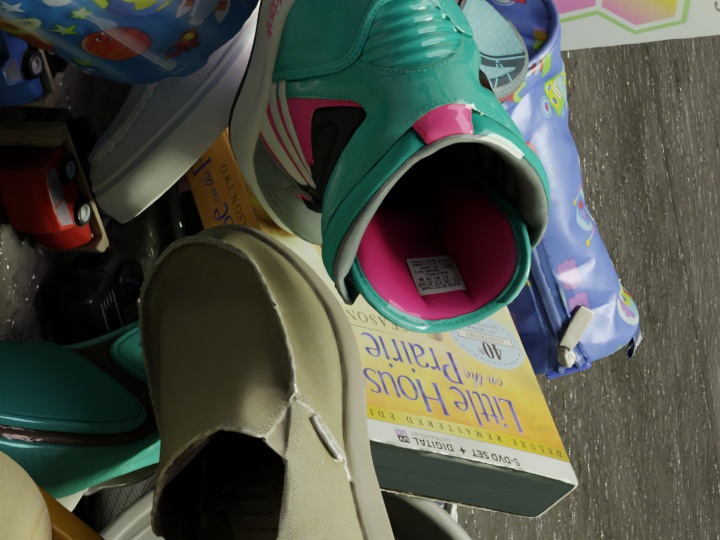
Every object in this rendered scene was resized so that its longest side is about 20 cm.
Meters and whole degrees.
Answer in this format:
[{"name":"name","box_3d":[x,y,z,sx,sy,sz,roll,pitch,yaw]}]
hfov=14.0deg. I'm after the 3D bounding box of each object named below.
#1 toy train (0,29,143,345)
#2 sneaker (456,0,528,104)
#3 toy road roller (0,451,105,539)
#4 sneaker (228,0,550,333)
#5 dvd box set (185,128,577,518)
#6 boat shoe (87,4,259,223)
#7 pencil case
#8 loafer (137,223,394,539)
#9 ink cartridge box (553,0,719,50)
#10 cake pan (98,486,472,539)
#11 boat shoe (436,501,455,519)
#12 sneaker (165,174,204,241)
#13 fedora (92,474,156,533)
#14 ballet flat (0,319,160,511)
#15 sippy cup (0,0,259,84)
[{"name":"toy train","box_3d":[-0.119,-0.034,1.115,0.046,0.034,0.201,-55,140,-43]},{"name":"sneaker","box_3d":[0.016,-0.128,1.207,0.200,0.095,0.080,30,37,-41]},{"name":"toy road roller","box_3d":[-0.118,0.169,0.966,0.200,0.146,0.123,43,13,-12]},{"name":"sneaker","box_3d":[0.012,-0.027,1.032,0.200,0.083,0.121,97,-27,-65]},{"name":"dvd box set","box_3d":[0.000,0.000,1.175,0.146,0.029,0.201,16,44,-43]},{"name":"boat shoe","box_3d":[-0.052,-0.114,1.102,0.201,0.068,0.072,-55,-167,0]},{"name":"pencil case","box_3d":[0.074,-0.036,1.369,0.087,0.078,0.201,-106,178,-54]},{"name":"loafer","box_3d":[-0.038,0.061,1.011,0.068,0.076,0.201,21,36,-44]},{"name":"ink cartridge box","box_3d":[0.129,-0.161,1.365,0.104,0.199,0.060,64,29,-47]},{"name":"cake pan","box_3d":[-0.033,0.170,1.132,0.037,0.199,0.202,161,-72,-71]},{"name":"boat shoe","box_3d":[0.010,0.105,1.391,0.072,0.068,0.202,-24,110,-70]},{"name":"sneaker","box_3d":[-0.055,-0.071,1.248,0.082,0.070,0.201,-50,132,-68]},{"name":"fedora","box_3d":[-0.041,0.156,1.216,0.177,0.090,0.202,20,67,-70]},{"name":"ballet flat","box_3d":[-0.100,0.059,1.087,0.200,0.067,0.071,-15,132,-55]},{"name":"sippy cup","box_3d":[-0.096,-0.132,0.992,0.130,0.177,0.140,37,40,-48]}]
